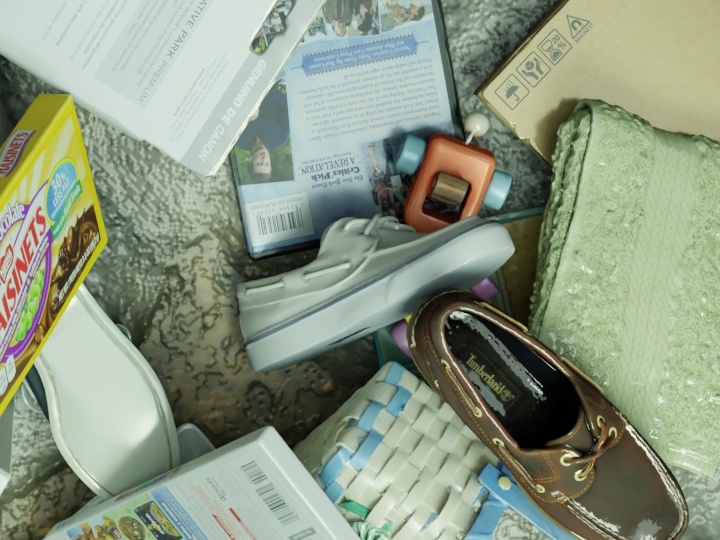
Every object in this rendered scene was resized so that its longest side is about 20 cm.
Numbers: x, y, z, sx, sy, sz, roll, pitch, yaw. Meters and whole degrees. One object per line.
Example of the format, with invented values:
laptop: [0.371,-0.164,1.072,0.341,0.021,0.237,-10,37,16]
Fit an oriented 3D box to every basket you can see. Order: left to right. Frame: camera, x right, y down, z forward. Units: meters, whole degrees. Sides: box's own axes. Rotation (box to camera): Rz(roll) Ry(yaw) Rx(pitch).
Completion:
basket: [0.043,0.168,1.643,0.200,0.139,0.176,35,134,-8]

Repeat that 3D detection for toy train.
toy train: [0.098,0.005,1.649,0.199,0.056,0.151,25,101,-6]

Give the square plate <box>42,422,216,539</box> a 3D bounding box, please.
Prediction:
square plate: [-0.120,0.225,1.703,0.198,0.028,0.200,-39,103,-1]

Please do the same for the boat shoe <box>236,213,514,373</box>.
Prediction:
boat shoe: [0.000,0.000,1.617,0.199,0.073,0.066,-25,80,34]

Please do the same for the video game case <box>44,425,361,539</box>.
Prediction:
video game case: [-0.077,0.177,1.611,0.200,0.018,0.143,-27,106,41]

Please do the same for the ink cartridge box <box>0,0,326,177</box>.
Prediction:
ink cartridge box: [-0.105,-0.182,1.591,0.175,0.084,0.201,33,99,-6]

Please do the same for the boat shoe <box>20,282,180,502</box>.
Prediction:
boat shoe: [-0.171,0.053,1.648,0.075,0.062,0.200,-36,100,-3]

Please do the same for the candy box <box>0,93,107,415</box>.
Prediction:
candy box: [-0.190,-0.002,1.517,0.026,0.200,0.103,-1,124,19]

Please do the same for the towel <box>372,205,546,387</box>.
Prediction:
towel: [0.104,0.035,1.706,0.199,0.022,0.148,-13,101,-7]

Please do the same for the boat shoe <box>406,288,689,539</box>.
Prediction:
boat shoe: [0.106,0.089,1.554,0.200,0.070,0.071,40,78,-7]

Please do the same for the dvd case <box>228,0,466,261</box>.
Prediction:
dvd case: [-0.016,-0.117,1.664,0.142,0.018,0.201,-12,100,-6]

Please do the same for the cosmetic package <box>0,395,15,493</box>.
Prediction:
cosmetic package: [-0.255,0.112,1.577,0.085,0.200,0.108,30,98,-10]

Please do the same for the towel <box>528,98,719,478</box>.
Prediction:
towel: [0.169,0.010,1.632,0.148,0.036,0.201,15,79,-19]

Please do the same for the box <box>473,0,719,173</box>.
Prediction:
box: [0.193,-0.121,1.679,0.163,0.021,0.200,44,87,-9]
